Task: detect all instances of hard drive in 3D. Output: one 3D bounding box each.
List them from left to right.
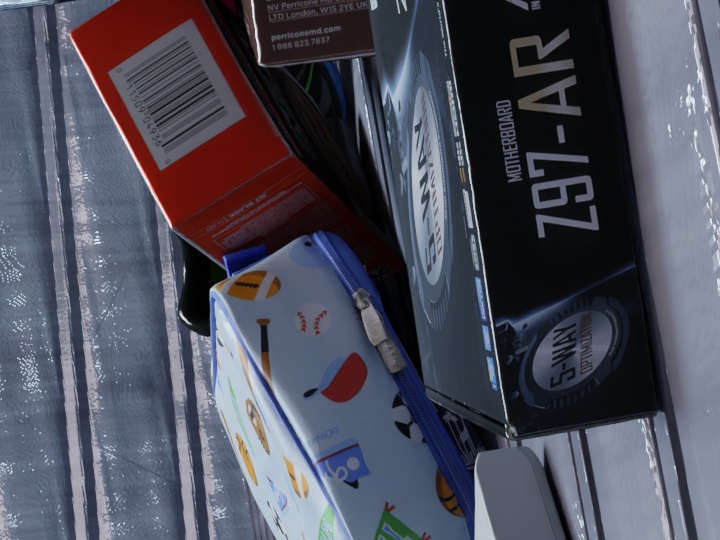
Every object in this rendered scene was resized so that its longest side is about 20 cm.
[{"bbox_3d":[0.065,0.179,0.920,0.132,0.027,0.201,-105,9,-45],"label":"hard drive"}]

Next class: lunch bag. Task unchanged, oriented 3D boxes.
[{"bbox_3d":[-0.010,0.069,1.086,0.161,0.075,0.200,63,168,13],"label":"lunch bag"}]

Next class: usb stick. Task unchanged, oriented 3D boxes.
[{"bbox_3d":[0.000,0.000,1.250,0.201,0.032,0.056,-106,13,-50],"label":"usb stick"}]

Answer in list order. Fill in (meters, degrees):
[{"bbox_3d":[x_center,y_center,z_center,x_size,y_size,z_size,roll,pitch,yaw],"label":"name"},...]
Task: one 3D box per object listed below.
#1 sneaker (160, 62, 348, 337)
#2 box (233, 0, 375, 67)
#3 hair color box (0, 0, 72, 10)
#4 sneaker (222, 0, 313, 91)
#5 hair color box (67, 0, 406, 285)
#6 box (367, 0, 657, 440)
[{"bbox_3d":[-0.059,-0.047,1.346,0.083,0.071,0.201,-36,-34,-46],"label":"sneaker"},{"bbox_3d":[-0.023,-0.188,1.007,0.100,0.074,0.201,-117,20,-74],"label":"box"},{"bbox_3d":[-0.086,-0.172,1.093,0.060,0.199,0.101,0,102,40],"label":"hair color box"},{"bbox_3d":[-0.052,-0.167,1.226,0.084,0.076,0.201,8,-104,-87],"label":"sneaker"},{"bbox_3d":[-0.049,-0.049,1.119,0.102,0.061,0.200,61,-175,17],"label":"hair color box"},{"bbox_3d":[0.036,-0.058,0.760,0.160,0.043,0.201,-162,63,-83],"label":"box"}]
